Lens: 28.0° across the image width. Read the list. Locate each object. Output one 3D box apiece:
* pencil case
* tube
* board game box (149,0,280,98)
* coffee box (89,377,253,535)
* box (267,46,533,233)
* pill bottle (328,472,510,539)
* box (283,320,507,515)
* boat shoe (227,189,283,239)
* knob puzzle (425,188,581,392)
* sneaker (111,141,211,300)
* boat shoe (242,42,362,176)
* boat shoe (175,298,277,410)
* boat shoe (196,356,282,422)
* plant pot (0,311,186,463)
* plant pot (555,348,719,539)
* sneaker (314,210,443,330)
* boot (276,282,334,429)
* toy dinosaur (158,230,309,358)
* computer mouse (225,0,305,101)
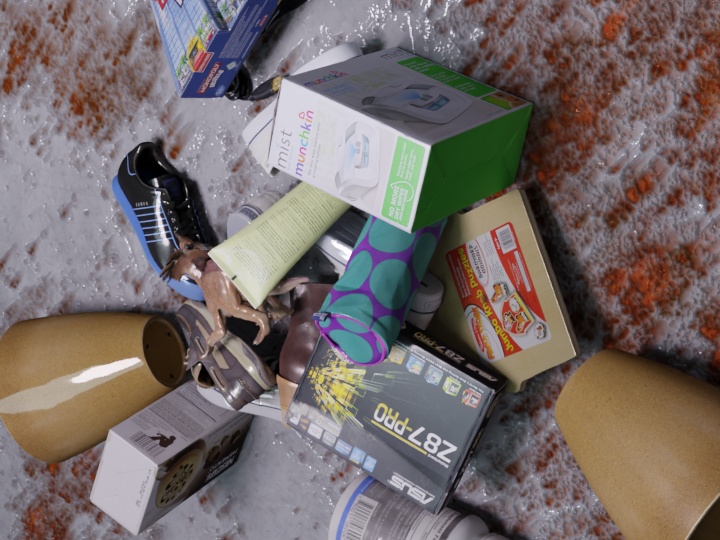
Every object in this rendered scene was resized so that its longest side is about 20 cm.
[{"bbox_3d":[0.023,-0.009,1.468,0.092,0.201,0.085,4,147,38],"label":"pencil case"},{"bbox_3d":[-0.064,-0.056,1.525,0.058,0.200,0.052,37,164,34],"label":"tube"},{"bbox_3d":[-0.167,-0.325,1.540,0.200,0.061,0.201,-52,56,40],"label":"board game box"},{"bbox_3d":[-0.221,0.212,1.727,0.080,0.200,0.114,33,122,18],"label":"coffee box"},{"bbox_3d":[0.040,-0.132,1.409,0.176,0.199,0.097,28,121,27],"label":"box"},{"bbox_3d":[0.073,0.309,1.602,0.199,0.114,0.115,21,118,29],"label":"pill bottle"},{"bbox_3d":[0.035,0.137,1.520,0.199,0.049,0.162,30,114,15],"label":"box"},{"bbox_3d":[-0.116,-0.024,1.647,0.071,0.070,0.201,38,150,16],"label":"boat shoe"},{"bbox_3d":[0.136,0.030,1.502,0.219,0.030,0.222,16,112,46],"label":"knob puzzle"},{"bbox_3d":[-0.225,-0.060,1.710,0.201,0.070,0.078,53,135,14],"label":"sneaker"},{"bbox_3d":[-0.051,-0.159,1.542,0.202,0.074,0.087,-38,77,42],"label":"boat shoe"},{"bbox_3d":[-0.173,0.097,1.679,0.075,0.073,0.200,51,171,-36],"label":"boat shoe"},{"bbox_3d":[-0.105,0.135,1.698,0.199,0.072,0.066,16,111,30],"label":"boat shoe"},{"bbox_3d":[-0.323,0.128,1.803,0.199,0.186,0.188,-17,96,26],"label":"plant pot"},{"bbox_3d":[0.284,0.169,1.359,0.200,0.185,0.187,42,128,33],"label":"plant pot"},{"bbox_3d":[0.000,0.000,1.563,0.200,0.073,0.071,40,127,27],"label":"sneaker"},{"bbox_3d":[0.005,0.101,1.601,0.198,0.072,0.168,6,93,10],"label":"boot"},{"bbox_3d":[-0.148,0.011,1.581,0.199,0.086,0.136,-14,108,52],"label":"toy dinosaur"},{"bbox_3d":[-0.112,-0.265,1.570,0.199,0.046,0.141,-25,90,40],"label":"computer mouse"}]
